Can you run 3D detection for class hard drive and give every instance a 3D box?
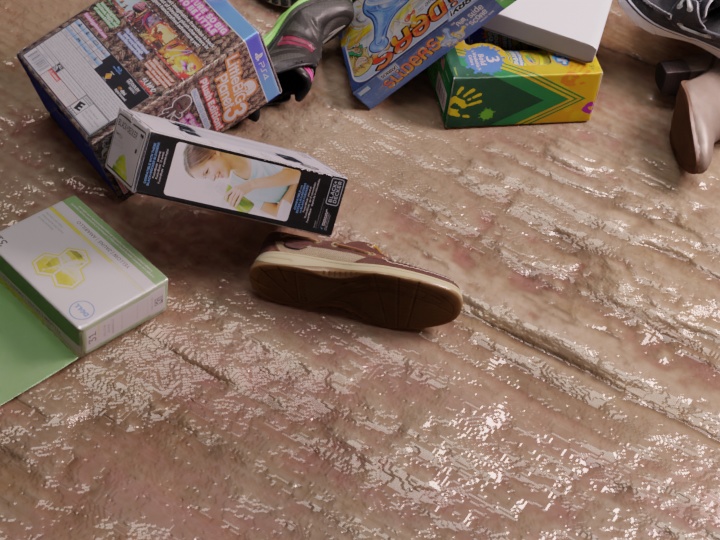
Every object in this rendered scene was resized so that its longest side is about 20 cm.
[{"bbox_3d":[0.212,-0.310,1.676,0.132,0.027,0.200,19,43,4],"label":"hard drive"}]

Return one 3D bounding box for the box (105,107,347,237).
[{"bbox_3d":[-0.127,-0.092,1.423,0.200,0.060,0.117,12,11,-27],"label":"box"}]

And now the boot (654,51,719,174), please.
[{"bbox_3d":[0.405,-0.173,1.641,0.146,0.070,0.200,3,46,-8],"label":"boot"}]

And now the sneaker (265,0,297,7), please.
[{"bbox_3d":[-0.034,-0.340,1.751,0.200,0.079,0.089,3,8,14],"label":"sneaker"}]

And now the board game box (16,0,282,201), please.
[{"bbox_3d":[-0.211,-0.197,1.524,0.200,0.097,0.159,-35,57,-11],"label":"board game box"}]

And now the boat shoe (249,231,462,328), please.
[{"bbox_3d":[0.000,0.000,1.422,0.200,0.072,0.072,8,47,9],"label":"boat shoe"}]

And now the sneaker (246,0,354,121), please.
[{"bbox_3d":[-0.073,-0.223,1.630,0.084,0.077,0.200,38,65,19],"label":"sneaker"}]

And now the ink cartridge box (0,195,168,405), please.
[{"bbox_3d":[-0.296,0.026,1.375,0.200,0.048,0.145,-31,57,-34],"label":"ink cartridge box"}]

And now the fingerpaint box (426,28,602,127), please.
[{"bbox_3d":[0.156,-0.253,1.681,0.167,0.073,0.200,-3,47,-11],"label":"fingerpaint box"}]

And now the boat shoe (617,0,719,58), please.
[{"bbox_3d":[0.367,-0.277,1.636,0.200,0.068,0.072,34,75,18],"label":"boat shoe"}]

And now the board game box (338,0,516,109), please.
[{"bbox_3d":[0.066,-0.280,1.634,0.200,0.034,0.136,-35,43,22],"label":"board game box"}]
